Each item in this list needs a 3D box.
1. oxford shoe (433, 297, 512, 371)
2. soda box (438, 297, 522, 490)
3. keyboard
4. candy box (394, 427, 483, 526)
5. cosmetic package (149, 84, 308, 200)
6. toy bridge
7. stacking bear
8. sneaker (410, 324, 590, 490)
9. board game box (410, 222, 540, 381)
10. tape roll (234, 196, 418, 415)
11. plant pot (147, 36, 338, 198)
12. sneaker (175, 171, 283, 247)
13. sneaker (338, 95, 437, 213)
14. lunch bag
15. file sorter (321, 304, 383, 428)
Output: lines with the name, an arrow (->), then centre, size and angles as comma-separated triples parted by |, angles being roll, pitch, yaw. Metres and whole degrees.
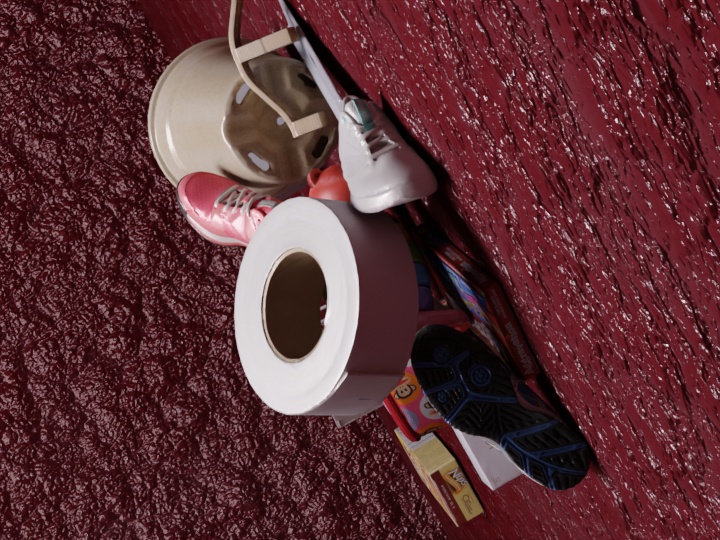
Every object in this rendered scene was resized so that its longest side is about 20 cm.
oxford shoe -> 0.089, 0.074, 1.502 | 0.200, 0.075, 0.058 | 49, 150, 19
soda box -> 0.117, 0.131, 1.589 | 0.200, 0.068, 0.064 | 61, 175, -4
keyboard -> -0.045, -0.210, 1.508 | 0.056, 0.011, 0.200 | 74, 171, -46
candy box -> 0.130, 0.335, 2.493 | 0.116, 0.055, 0.200 | 62, 173, -21
cosmetic package -> -0.163, -0.172, 1.974 | 0.167, 0.166, 0.200 | 59, 173, 8
toy bridge -> -0.097, -0.230, 1.510 | 0.200, 0.067, 0.027 | 69, -160, -6
stacking bear -> 0.008, -0.014, 1.454 | 0.114, 0.121, 0.200 | -38, 65, 49
sneaker -> 0.123, 0.128, 1.372 | 0.200, 0.076, 0.077 | 44, -179, 0
board game box -> 0.107, 0.026, 1.420 | 0.103, 0.019, 0.200 | 61, 174, -24
tape roll -> -0.034, 0.035, 1.364 | 0.202, 0.071, 0.203 | -9, 79, 51
plant pot -> -0.114, -0.164, 1.635 | 0.201, 0.200, 0.183 | 61, 162, -15
sneaker -> -0.104, -0.057, 1.542 | 0.200, 0.074, 0.087 | 33, 147, 14
sneaker -> 0.011, -0.112, 1.345 | 0.200, 0.075, 0.089 | -133, 26, -68
lunch bag -> 0.045, 0.088, 1.771 | 0.176, 0.082, 0.200 | 59, -171, -32
file sorter -> -0.016, 0.140, 2.392 | 0.125, 0.139, 0.200 | 60, 175, 27
